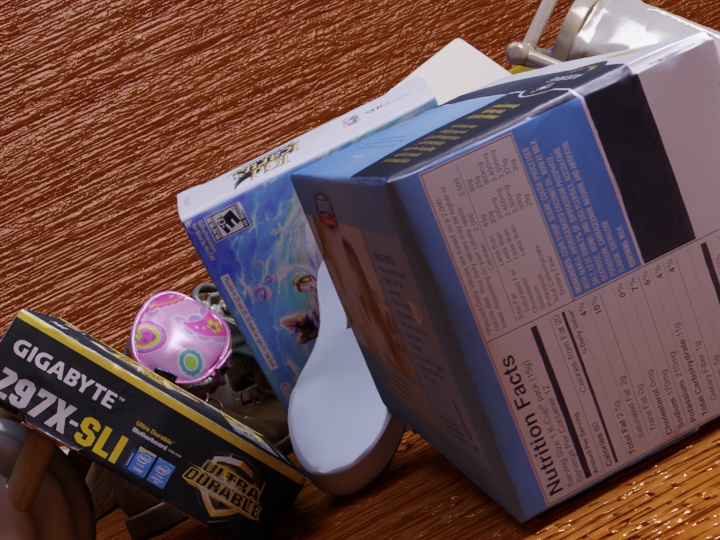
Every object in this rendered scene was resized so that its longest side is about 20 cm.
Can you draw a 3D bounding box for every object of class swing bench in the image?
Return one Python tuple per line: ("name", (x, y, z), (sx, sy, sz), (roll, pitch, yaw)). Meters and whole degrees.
("swing bench", (0.226, -0.139, 0.767), (0.131, 0.197, 0.200), (-63, -19, -2))

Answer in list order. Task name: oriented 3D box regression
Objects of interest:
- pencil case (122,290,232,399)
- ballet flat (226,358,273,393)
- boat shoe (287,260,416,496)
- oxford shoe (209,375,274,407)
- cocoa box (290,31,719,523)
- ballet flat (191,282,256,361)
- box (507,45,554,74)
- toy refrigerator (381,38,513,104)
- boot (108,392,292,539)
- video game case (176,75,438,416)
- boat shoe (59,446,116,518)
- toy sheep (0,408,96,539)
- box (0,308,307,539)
("pencil case", (-0.159, 0.103, 0.887), (0.087, 0.088, 0.201), (-26, -22, -35))
("ballet flat", (-0.027, 0.071, 0.936), (0.197, 0.077, 0.068), (-11, -13, 19))
("boat shoe", (0.007, 0.068, 0.641), (0.074, 0.087, 0.203), (-20, 32, 13))
("oxford shoe", (-0.090, 0.107, 0.997), (0.198, 0.071, 0.075), (-26, 4, -6))
("cocoa box", (0.064, -0.006, 0.464), (0.130, 0.135, 0.200), (-25, 10, -10))
("ballet flat", (-0.064, 0.050, 0.872), (0.198, 0.065, 0.067), (14, 8, 34))
("box", (0.189, -0.102, 1.038), (0.198, 0.195, 0.122), (-25, 1, 31))
("toy refrigerator", (0.028, -0.075, 0.816), (0.199, 0.076, 0.070), (-39, -40, -9))
("boot", (-0.103, 0.116, 0.804), (0.073, 0.076, 0.199), (-27, 0, 40))
("video game case", (0.000, 0.000, 0.743), (0.179, 0.202, 0.046), (-26, 30, 0))
("boat shoe", (-0.245, 0.188, 0.987), (0.199, 0.074, 0.069), (-26, -11, -43))
("toy sheep", (-0.201, 0.140, 0.582), (0.136, 0.139, 0.200), (-25, -12, -1))
("box", (-0.118, 0.082, 0.602), (0.050, 0.159, 0.200), (-58, 7, -9))
